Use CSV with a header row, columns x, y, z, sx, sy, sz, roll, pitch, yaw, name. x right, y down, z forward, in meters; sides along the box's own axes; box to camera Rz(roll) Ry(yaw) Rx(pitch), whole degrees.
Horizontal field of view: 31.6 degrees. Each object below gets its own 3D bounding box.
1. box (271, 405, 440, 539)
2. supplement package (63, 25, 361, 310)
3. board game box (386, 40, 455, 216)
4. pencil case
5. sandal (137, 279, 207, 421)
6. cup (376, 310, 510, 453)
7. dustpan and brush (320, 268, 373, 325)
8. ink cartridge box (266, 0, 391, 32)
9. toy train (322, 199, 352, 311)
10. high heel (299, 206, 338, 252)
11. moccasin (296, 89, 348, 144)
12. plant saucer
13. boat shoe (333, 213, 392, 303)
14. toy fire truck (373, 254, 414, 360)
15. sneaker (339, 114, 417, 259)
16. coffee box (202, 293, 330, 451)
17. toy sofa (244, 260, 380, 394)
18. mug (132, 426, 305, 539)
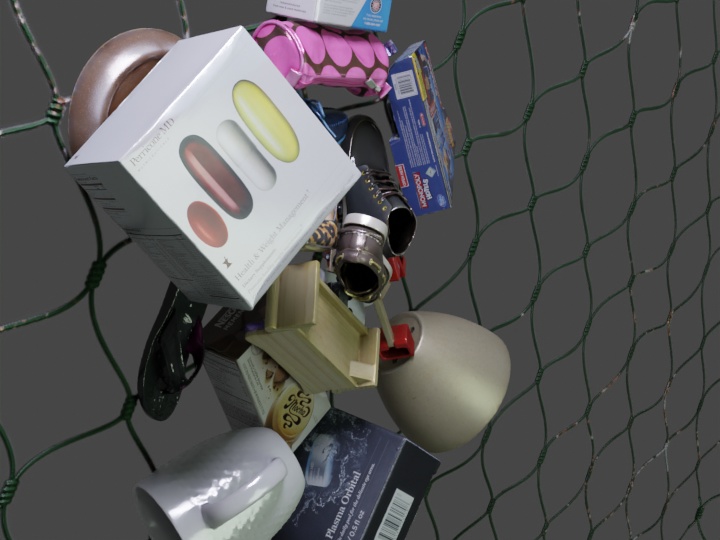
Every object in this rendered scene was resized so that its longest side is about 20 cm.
x,y,z,sx,sy,sz,roll,pitch,yaw,name
-0.033,0.293,1.680,0.117,0.198,0.199,40,72,-54,box
-0.146,-0.101,1.278,0.200,0.146,0.192,48,67,-25,supplement package
0.079,-0.196,1.698,0.200,0.061,0.203,-62,138,-71,board game box
-0.044,-0.247,1.511,0.091,0.094,0.199,-39,164,33,pencil case
-0.208,0.080,1.478,0.075,0.048,0.203,14,93,-55,sandal
0.094,0.139,1.823,0.143,0.199,0.202,38,73,-33,cup
-0.023,0.053,1.718,0.199,0.057,0.142,-17,98,-48,dustpan and brush
-0.022,-0.392,1.496,0.146,0.085,0.203,-6,108,-53,ink cartridge box
-0.028,-0.028,1.646,0.034,0.046,0.203,12,75,-38,toy train
-0.057,-0.098,1.534,0.200,0.070,0.145,-72,166,-83,high heel
-0.082,-0.178,1.511,0.199,0.080,0.069,-20,127,-50,moccasin
-0.218,-0.154,1.350,0.199,0.032,0.203,-13,108,-43,plant saucer
0.000,0.000,1.530,0.200,0.071,0.060,93,12,-67,boat shoe
0.026,0.010,1.713,0.201,0.048,0.142,66,21,-45,toy fire truck
0.027,-0.106,1.602,0.074,0.106,0.203,2,81,-33,sneaker
-0.120,0.131,1.593,0.113,0.079,0.202,-47,138,-31,coffee box
-0.056,0.073,1.533,0.200,0.096,0.084,48,39,-52,toy sofa
-0.150,0.265,1.489,0.174,0.200,0.149,-31,89,-26,mug
